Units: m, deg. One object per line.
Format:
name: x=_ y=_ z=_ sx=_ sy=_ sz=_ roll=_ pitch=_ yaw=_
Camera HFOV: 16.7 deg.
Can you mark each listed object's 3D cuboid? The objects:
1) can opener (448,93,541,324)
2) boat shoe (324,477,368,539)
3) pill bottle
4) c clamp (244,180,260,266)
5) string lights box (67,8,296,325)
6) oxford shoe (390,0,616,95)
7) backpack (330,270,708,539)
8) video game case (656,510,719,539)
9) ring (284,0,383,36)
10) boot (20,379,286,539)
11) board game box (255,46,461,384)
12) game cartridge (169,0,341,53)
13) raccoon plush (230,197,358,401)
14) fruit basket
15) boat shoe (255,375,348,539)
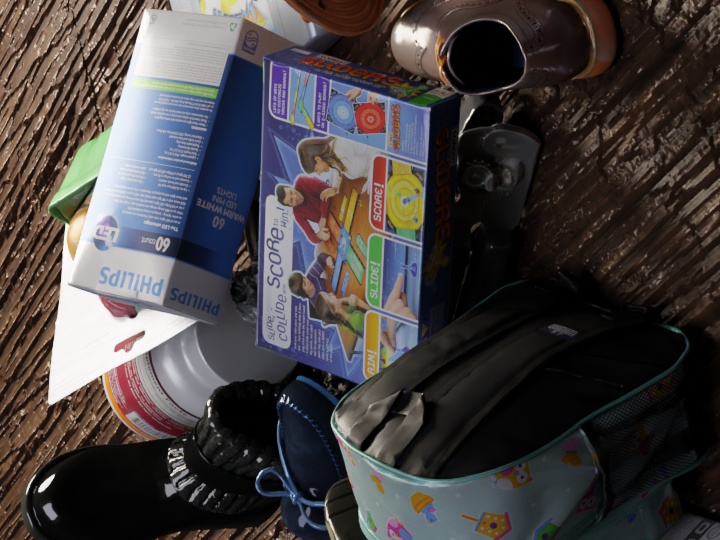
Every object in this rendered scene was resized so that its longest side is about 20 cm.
can opener: x=0.071 y=-0.027 z=1.589 sx=0.067 sy=0.053 sz=0.201 roll=-98 pitch=16 yaw=-46
boat shoe: x=0.019 y=0.210 z=1.537 sx=0.201 sy=0.075 sz=0.074 roll=-92 pitch=-7 yaw=-56
pill bottle: x=-0.116 y=0.063 z=1.839 sx=0.200 sy=0.112 sz=0.114 roll=-27 pitch=84 yaw=64
c clamp: x=-0.049 y=-0.032 z=1.783 sx=0.200 sy=0.027 sz=0.172 roll=16 pitch=119 yaw=54
string lights box: x=-0.123 y=-0.073 z=1.673 sx=0.102 sy=0.059 sz=0.201 roll=11 pitch=84 yaw=42
oxford shoe: x=0.068 y=-0.142 z=1.494 sx=0.200 sy=0.073 sz=0.072 roll=2 pitch=109 yaw=58
backpack: x=0.089 y=0.109 z=1.473 sx=0.175 sy=0.199 sz=0.154 roll=26 pitch=131 yaw=48
video game case: x=0.152 y=0.197 z=1.482 sx=0.200 sy=0.143 sz=0.018 roll=13 pitch=140 yaw=55
ring: x=-0.051 y=-0.234 z=1.534 sx=0.019 sy=0.200 sz=0.201 roll=-29 pitch=80 yaw=26
boot: x=-0.128 y=0.139 z=1.742 sx=0.158 sy=0.210 sz=0.080 roll=134 pitch=125 yaw=-63
board game box: x=-0.004 y=-0.029 z=1.551 sx=0.135 sy=0.034 sz=0.201 roll=20 pitch=118 yaw=33
game cartridge: x=-0.080 y=-0.203 z=1.734 sx=0.200 sy=0.040 sz=0.134 roll=-6 pitch=105 yaw=58
raccoon plush: x=0.000 y=0.000 z=1.642 sx=0.200 sy=0.097 sz=0.135 roll=40 pitch=131 yaw=23
fruit basket: x=-0.158 y=-0.017 z=1.787 sx=0.185 sy=0.093 sz=0.201 roll=-30 pitch=51 yaw=38
boat shoe: x=-0.019 y=0.161 z=1.659 sx=0.084 sy=0.069 sz=0.201 roll=27 pitch=148 yaw=46
